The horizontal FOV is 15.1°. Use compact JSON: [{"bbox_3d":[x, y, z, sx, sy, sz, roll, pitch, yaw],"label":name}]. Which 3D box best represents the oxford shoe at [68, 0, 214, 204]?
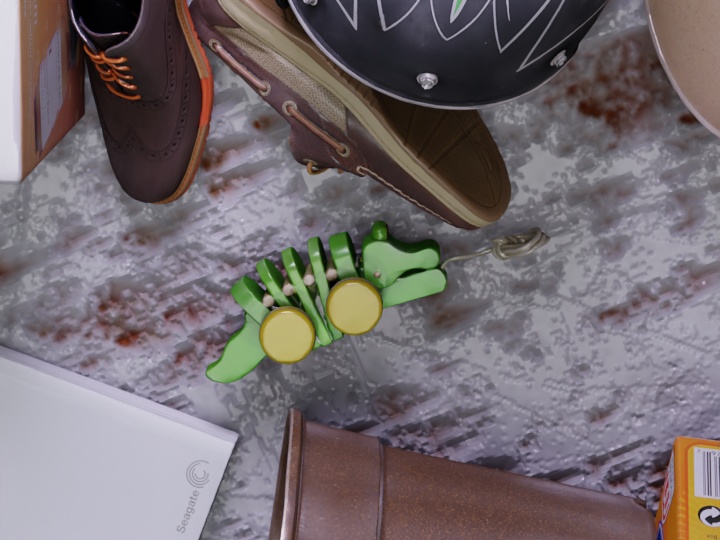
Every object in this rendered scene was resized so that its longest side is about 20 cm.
[{"bbox_3d":[-0.124,-0.116,1.412,0.071,0.073,0.200,10,123,23],"label":"oxford shoe"}]

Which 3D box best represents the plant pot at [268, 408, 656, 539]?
[{"bbox_3d":[0.047,0.183,1.438,0.198,0.200,0.201,7,103,-4],"label":"plant pot"}]

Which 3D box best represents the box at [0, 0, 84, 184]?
[{"bbox_3d":[-0.204,-0.135,1.364,0.106,0.200,0.153,1,103,3],"label":"box"}]

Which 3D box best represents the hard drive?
[{"bbox_3d":[-0.184,0.117,1.512,0.200,0.027,0.132,20,103,-3],"label":"hard drive"}]

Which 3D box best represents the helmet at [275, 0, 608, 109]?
[{"bbox_3d":[0.045,-0.180,1.338,0.200,0.191,0.200,-1,96,-8],"label":"helmet"}]

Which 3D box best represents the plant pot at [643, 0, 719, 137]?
[{"bbox_3d":[0.255,-0.161,1.366,0.134,0.200,0.201,-5,106,-34],"label":"plant pot"}]

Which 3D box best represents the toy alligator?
[{"bbox_3d":[0.000,0.000,1.461,0.200,0.059,0.054,-24,101,7],"label":"toy alligator"}]

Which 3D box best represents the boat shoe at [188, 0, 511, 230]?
[{"bbox_3d":[-0.009,-0.087,1.444,0.200,0.072,0.072,39,132,-8],"label":"boat shoe"}]

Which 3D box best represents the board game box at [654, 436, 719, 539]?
[{"bbox_3d":[0.244,0.235,1.403,0.200,0.200,0.200,7,130,0],"label":"board game box"}]
